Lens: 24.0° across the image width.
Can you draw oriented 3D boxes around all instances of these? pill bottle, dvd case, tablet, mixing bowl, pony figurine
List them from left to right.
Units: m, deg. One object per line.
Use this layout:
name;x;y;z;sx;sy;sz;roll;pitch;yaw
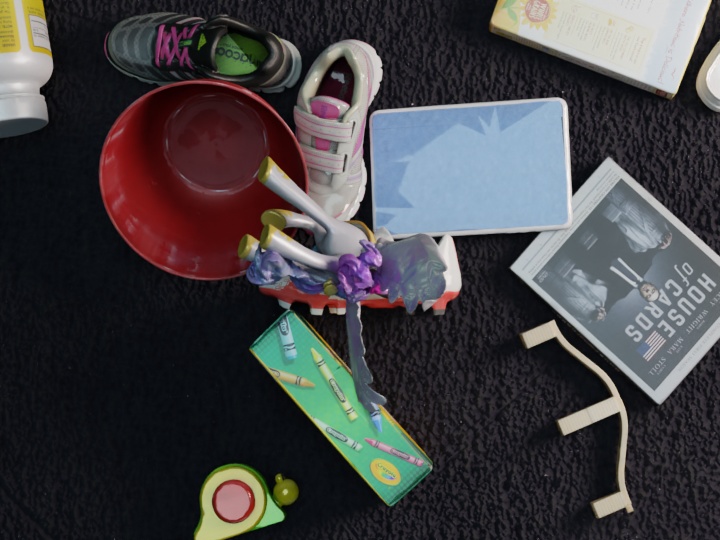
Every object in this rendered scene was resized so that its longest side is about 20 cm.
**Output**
pill bottle;-0.365;-0.237;1.669;0.111;0.112;0.202;-10;84;2
mixing bowl;-0.144;-0.104;1.633;0.198;0.109;0.202;1;116;3
pony figurine;-0.008;0.001;1.533;0.199;0.194;0.167;23;123;-20
tablet;0.108;-0.100;1.675;0.198;0.014;0.132;-3;84;10
dvd case;0.267;0.010;1.664;0.200;0.025;0.150;42;88;6

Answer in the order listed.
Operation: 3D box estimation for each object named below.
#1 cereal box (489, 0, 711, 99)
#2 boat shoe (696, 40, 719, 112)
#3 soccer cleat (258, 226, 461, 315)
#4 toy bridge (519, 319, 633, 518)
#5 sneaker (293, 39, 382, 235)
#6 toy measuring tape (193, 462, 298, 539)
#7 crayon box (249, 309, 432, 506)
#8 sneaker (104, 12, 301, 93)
cereal box;0.243;-0.272;1.681;0.198;0.040;0.145;22;87;4
boat shoe;0.412;-0.234;1.654;0.200;0.069;0.071;-41;86;0
soccer cleat;0.000;0.000;1.654;0.198;0.069;0.086;1;91;-2
toy bridge;0.224;0.142;1.653;0.067;0.027;0.202;-23;85;-1
sneaker;-0.033;-0.135;1.652;0.080;0.088;0.202;7;85;12
toy measuring tape;-0.157;0.232;1.643;0.198;0.074;0.074;-18;85;1
crayon box;-0.016;0.131;1.619;0.058;0.119;0.200;-42;85;-1
sneaker;-0.158;-0.220;1.670;0.198;0.087;0.075;9;86;4
